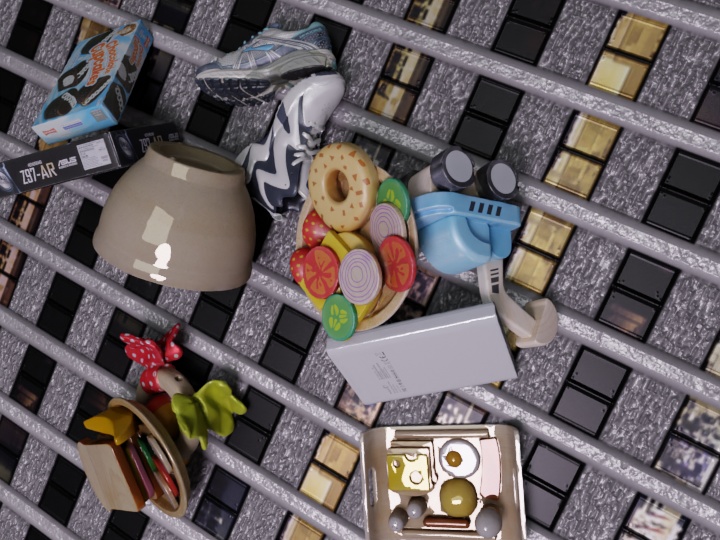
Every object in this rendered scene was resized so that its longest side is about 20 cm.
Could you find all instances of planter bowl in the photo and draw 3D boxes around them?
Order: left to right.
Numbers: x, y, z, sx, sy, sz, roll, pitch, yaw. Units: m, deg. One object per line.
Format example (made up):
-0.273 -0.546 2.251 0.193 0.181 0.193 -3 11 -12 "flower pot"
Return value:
-0.218 -0.080 0.779 0.199 0.200 0.136 24 108 16 "planter bowl"

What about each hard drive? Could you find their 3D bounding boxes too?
0.076 0.104 0.740 0.198 0.132 0.026 -14 46 16 "hard drive"

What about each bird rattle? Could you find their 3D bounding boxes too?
-0.269 0.182 0.859 0.199 0.112 0.164 34 115 18 "bird rattle"

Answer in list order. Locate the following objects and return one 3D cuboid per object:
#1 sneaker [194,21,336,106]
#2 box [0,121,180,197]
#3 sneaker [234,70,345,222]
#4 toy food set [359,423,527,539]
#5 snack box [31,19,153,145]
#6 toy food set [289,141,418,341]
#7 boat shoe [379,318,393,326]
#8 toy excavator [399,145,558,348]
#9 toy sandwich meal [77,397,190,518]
-0.128 -0.282 0.844 0.198 0.078 0.087 -6 75 10 "sneaker"
-0.370 -0.153 0.853 0.198 0.160 0.044 -10 105 18 "box"
-0.068 -0.146 0.802 0.199 0.079 0.130 -42 71 13 "sneaker"
0.098 0.266 0.758 0.198 0.060 0.145 -5 88 17 "toy food set"
-0.370 -0.267 0.874 0.115 0.037 0.202 -11 50 16 "snack box"
-0.012 -0.028 0.709 0.198 0.048 0.201 48 121 31 "toy food set"
0.000 0.000 0.793 0.067 0.072 0.201 -34 72 15 "boat shoe"
0.138 -0.017 0.717 0.100 0.193 0.202 -21 65 59 "toy excavator"
-0.310 0.264 0.843 0.204 0.070 0.207 23 127 35 "toy sandwich meal"
